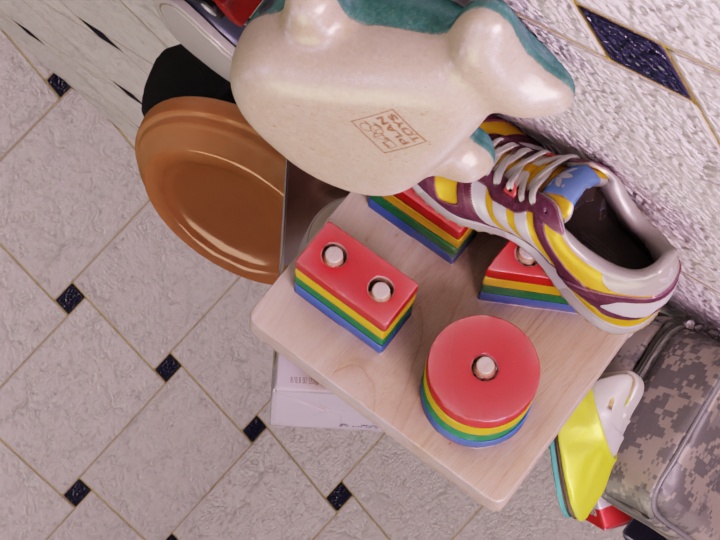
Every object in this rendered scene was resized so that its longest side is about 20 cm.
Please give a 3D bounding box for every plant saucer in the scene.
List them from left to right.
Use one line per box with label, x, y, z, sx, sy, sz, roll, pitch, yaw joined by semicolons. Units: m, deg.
plant saucer;-0.092;-0.052;1.349;0.199;0.038;0.201;21;148;14

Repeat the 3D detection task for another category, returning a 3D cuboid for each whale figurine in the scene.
whale figurine;0.025;-0.112;0.907;0.199;0.104;0.159;-8;141;48

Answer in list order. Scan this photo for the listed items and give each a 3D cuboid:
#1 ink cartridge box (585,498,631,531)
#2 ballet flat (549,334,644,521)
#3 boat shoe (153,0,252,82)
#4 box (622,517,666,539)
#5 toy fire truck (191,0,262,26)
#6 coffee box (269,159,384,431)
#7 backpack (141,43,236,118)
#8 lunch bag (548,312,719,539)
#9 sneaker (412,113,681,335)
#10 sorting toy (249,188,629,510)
ink cartridge box;0.221;0.165;1.601;0.116;0.067;0.202;-173;66;-81
ballet flat;0.149;0.060;1.130;0.066;0.202;0.067;-13;155;15
boat shoe;-0.059;-0.149;1.225;0.199;0.062;0.075;37;174;-28
box;0.318;0.210;1.458;0.104;0.149;0.200;33;175;28
toy fire truck;-0.117;-0.217;1.062;0.200;0.049;0.141;36;174;33
coffee box;0.000;0.000;1.164;0.113;0.202;0.080;2;157;-3
backpack;-0.067;-0.098;1.420;0.199;0.155;0.162;25;163;-35
lunch bag;0.216;0.113;1.226;0.167;0.140;0.200;23;172;47
sneaker;0.105;-0.049;1.021;0.199;0.075;0.090;36;159;11
sorting toy;0.066;0.007;1.082;0.198;0.200;0.070;35;158;11
